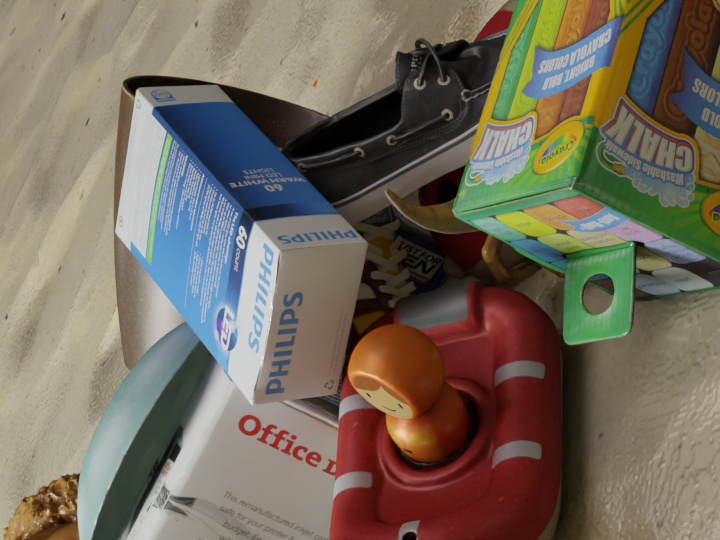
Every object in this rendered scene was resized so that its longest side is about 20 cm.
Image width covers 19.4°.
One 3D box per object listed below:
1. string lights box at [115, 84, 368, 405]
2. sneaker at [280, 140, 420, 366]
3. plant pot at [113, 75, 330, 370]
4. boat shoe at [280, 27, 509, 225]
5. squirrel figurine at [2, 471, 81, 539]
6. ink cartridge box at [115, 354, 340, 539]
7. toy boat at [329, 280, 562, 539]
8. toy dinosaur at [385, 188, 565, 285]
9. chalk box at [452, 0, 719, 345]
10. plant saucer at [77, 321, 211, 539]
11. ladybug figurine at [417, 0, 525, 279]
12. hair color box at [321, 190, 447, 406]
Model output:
[{"bbox_3d":[-0.075,-0.019,1.235,0.200,0.059,0.103,47,134,46],"label":"string lights box"},{"bbox_3d":[0.000,0.000,1.292,0.200,0.075,0.090,38,111,27],"label":"sneaker"},{"bbox_3d":[-0.103,-0.017,1.511,0.187,0.186,0.201,-133,57,-64],"label":"plant pot"},{"bbox_3d":[0.037,-0.098,1.213,0.200,0.066,0.070,-29,31,29],"label":"boat shoe"},{"bbox_3d":[-0.170,0.190,1.482,0.187,0.141,0.200,-46,32,22],"label":"squirrel figurine"},{"bbox_3d":[-0.064,0.169,1.262,0.200,0.147,0.083,-62,16,5],"label":"ink cartridge box"},{"bbox_3d":[0.035,0.079,1.136,0.130,0.131,0.200,-14,48,21],"label":"toy boat"},{"bbox_3d":[0.083,-0.040,1.185,0.200,0.107,0.060,-31,25,-32],"label":"toy dinosaur"},{"bbox_3d":[0.138,-0.061,1.101,0.125,0.124,0.201,-13,55,61],"label":"chalk box"},{"bbox_3d":[-0.128,0.097,1.316,0.201,0.039,0.201,-58,-12,-20],"label":"plant saucer"},{"bbox_3d":[0.092,-0.089,1.282,0.200,0.072,0.136,-66,24,-1],"label":"ladybug figurine"},{"bbox_3d":[-0.019,0.029,1.412,0.200,0.060,0.100,-54,27,21],"label":"hair color box"}]
